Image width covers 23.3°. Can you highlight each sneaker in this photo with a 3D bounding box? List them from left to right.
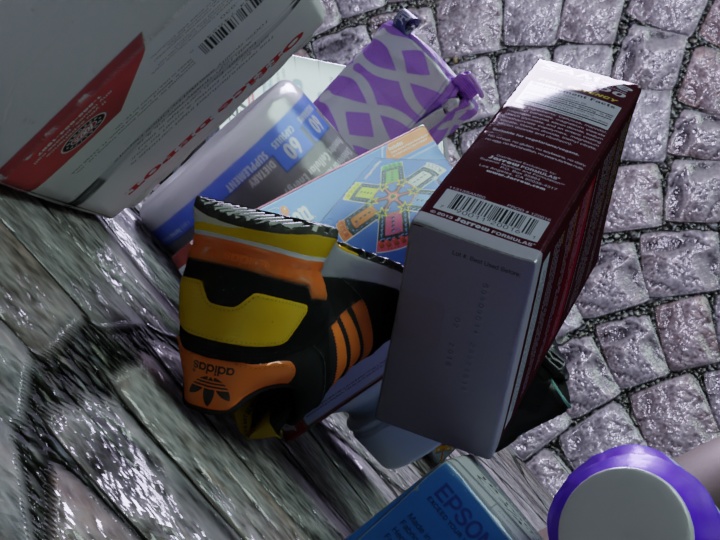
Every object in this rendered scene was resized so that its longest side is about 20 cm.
[{"bbox_3d":[-0.033,0.028,0.742,0.070,0.091,0.200,14,-4,16],"label":"sneaker"}]

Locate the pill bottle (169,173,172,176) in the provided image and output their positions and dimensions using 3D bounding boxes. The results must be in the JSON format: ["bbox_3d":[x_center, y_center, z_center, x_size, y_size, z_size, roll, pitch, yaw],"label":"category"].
[{"bbox_3d":[-0.047,-0.051,1.275,0.200,0.116,0.116,49,2,-17],"label":"pill bottle"}]

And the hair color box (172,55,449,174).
[{"bbox_3d":[-0.032,-0.085,1.181,0.199,0.060,0.100,6,71,-40],"label":"hair color box"}]

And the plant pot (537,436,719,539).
[{"bbox_3d":[0.177,0.185,0.947,0.200,0.174,0.200,49,1,-1],"label":"plant pot"}]

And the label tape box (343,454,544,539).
[{"bbox_3d":[0.068,0.153,0.759,0.144,0.063,0.200,50,3,9],"label":"label tape box"}]

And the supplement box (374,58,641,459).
[{"bbox_3d":[0.074,-0.013,0.835,0.061,0.109,0.200,19,32,14],"label":"supplement box"}]

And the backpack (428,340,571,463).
[{"bbox_3d":[0.081,0.057,1.425,0.176,0.153,0.200,60,8,-3],"label":"backpack"}]

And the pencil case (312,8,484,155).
[{"bbox_3d":[-0.011,-0.056,1.053,0.084,0.200,0.085,38,4,-47],"label":"pencil case"}]

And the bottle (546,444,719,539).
[{"bbox_3d":[0.114,0.111,0.694,0.084,0.065,0.200,53,3,19],"label":"bottle"}]

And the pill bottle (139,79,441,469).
[{"bbox_3d":[-0.016,0.005,0.959,0.200,0.114,0.114,48,2,-9],"label":"pill bottle"}]

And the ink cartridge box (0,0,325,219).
[{"bbox_3d":[-0.100,-0.105,0.741,0.083,0.147,0.200,47,1,5],"label":"ink cartridge box"}]

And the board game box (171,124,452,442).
[{"bbox_3d":[0.000,0.000,0.877,0.200,0.019,0.103,-30,88,-49],"label":"board game box"}]
